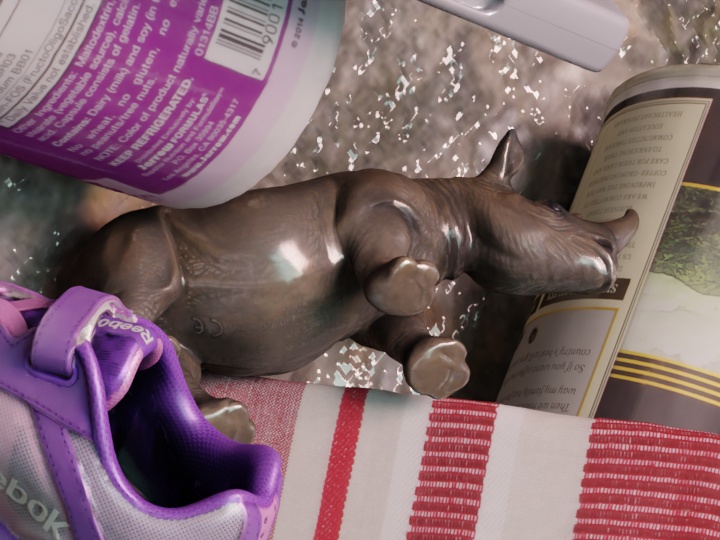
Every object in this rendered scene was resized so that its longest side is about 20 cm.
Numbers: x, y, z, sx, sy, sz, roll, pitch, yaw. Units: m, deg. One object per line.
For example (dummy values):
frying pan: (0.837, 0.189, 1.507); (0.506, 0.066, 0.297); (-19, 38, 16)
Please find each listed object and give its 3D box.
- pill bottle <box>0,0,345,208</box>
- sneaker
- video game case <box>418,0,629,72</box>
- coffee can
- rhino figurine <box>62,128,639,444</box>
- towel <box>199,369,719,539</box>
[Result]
pill bottle: (-0.110, -0.094, 0.851); (0.199, 0.112, 0.113); (18, 76, -36)
sneaker: (-0.099, 0.031, 0.830); (0.200, 0.089, 0.081); (41, 35, 1)
video game case: (-0.034, -0.138, 0.876); (0.182, 0.200, 0.022); (18, 113, -37)
coffee can: (0.117, 0.053, 1.004); (0.146, 0.146, 0.201); (35, 67, -32)
rhino figurine: (0.000, 0.000, 0.931); (0.199, 0.087, 0.060); (-14, 122, -21)
towel: (0.032, 0.109, 0.901); (0.023, 0.199, 0.145); (71, 28, -66)
